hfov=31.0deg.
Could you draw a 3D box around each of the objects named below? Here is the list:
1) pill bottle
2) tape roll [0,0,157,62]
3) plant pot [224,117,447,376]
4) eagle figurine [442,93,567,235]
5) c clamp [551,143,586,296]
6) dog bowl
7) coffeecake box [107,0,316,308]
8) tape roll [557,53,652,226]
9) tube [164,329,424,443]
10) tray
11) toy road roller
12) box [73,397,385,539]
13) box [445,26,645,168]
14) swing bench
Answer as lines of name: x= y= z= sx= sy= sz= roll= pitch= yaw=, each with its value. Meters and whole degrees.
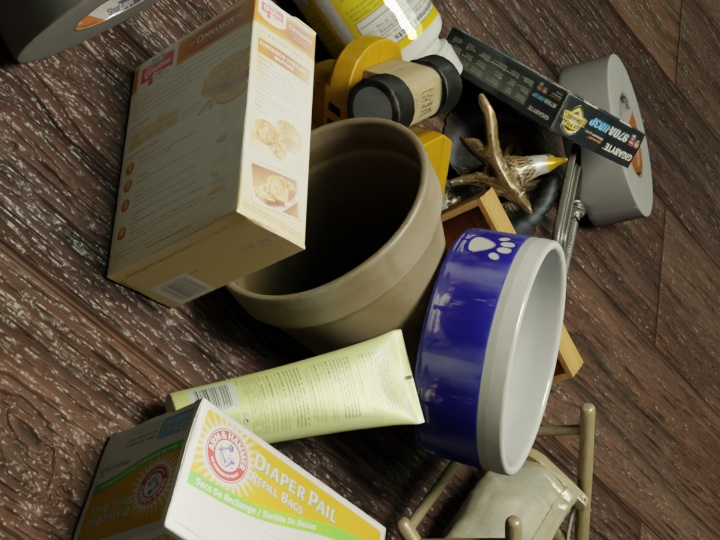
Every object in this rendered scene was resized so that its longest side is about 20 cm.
pill bottle: x=0.009 y=-0.257 z=1.290 sx=0.201 sy=0.113 sz=0.115 roll=54 pitch=39 yaw=-18
tape roll: x=-0.184 y=-0.232 z=0.959 sx=0.067 sy=0.199 sz=0.200 roll=59 pitch=38 yaw=-7
plant pot: x=0.000 y=0.000 z=1.108 sx=0.174 sy=0.198 sz=0.202 roll=55 pitch=36 yaw=-40
eagle figurine: x=0.151 y=-0.103 z=1.401 sx=0.200 sy=0.149 sz=0.154 roll=-61 pitch=169 yaw=-83
c clamp: x=0.226 y=-0.032 z=1.443 sx=0.172 sy=0.027 sz=0.202 roll=69 pitch=31 yaw=-55
dog bowl: x=0.114 y=0.068 z=1.109 sx=0.200 sy=0.078 sz=0.203 roll=11 pitch=90 yaw=-71
coffeecake box: x=-0.115 y=-0.094 z=1.022 sx=0.073 sy=0.152 sz=0.202 roll=28 pitch=52 yaw=-40
tape roll: x=0.302 y=-0.159 z=1.593 sx=0.200 sy=0.065 sz=0.203 roll=40 pitch=44 yaw=-55
tube: x=-0.050 y=0.102 z=1.007 sx=0.197 sy=0.052 sz=0.059 roll=-11 pitch=117 yaw=-17
tray: x=0.135 y=0.027 z=1.312 sx=0.037 sy=0.098 sz=0.202 roll=-37 pitch=101 yaw=-53
toy road roller: x=0.002 y=-0.122 z=1.234 sx=0.123 sy=0.145 sz=0.203 roll=-30 pitch=132 yaw=-50
box: x=-0.091 y=0.197 z=0.940 sx=0.200 sy=0.112 sz=0.102 roll=40 pitch=45 yaw=-29
box: x=0.200 y=-0.193 z=1.445 sx=0.158 sy=0.046 sz=0.200 roll=17 pitch=17 yaw=-47
swing bench: x=0.151 y=0.260 z=1.189 sx=0.199 sy=0.128 sz=0.202 roll=-42 pitch=118 yaw=-52
